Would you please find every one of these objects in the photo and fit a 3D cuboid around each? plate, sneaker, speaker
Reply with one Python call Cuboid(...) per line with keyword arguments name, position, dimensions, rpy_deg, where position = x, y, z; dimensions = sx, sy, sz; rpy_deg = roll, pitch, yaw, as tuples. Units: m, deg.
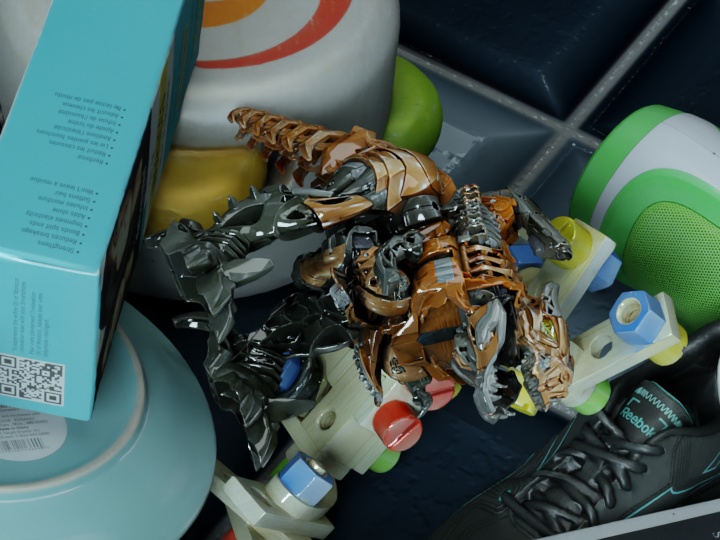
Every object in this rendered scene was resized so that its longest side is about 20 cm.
Cuboid(name="plate", position=(-0.147, 0.041, 0.789), dimensions=(0.200, 0.026, 0.200), rpy_deg=(14, 35, -10))
Cuboid(name="sneaker", position=(0.091, 0.086, 0.879), dimensions=(0.075, 0.079, 0.200), rpy_deg=(37, 53, 25))
Cuboid(name="speaker", position=(0.190, 0.008, 0.963), dimensions=(0.200, 0.089, 0.088), rpy_deg=(38, 52, 26))

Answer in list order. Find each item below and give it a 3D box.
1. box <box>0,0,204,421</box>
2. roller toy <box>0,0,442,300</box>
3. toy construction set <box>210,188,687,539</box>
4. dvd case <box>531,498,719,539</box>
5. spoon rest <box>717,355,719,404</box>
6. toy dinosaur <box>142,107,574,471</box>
Cuboid(name="box", position=(-0.099, -0.049, 0.802), dimensions=(0.049, 0.082, 0.200), rpy_deg=(11, 48, 0))
Cuboid(name="roller toy", position=(-0.076, -0.091, 0.982), dimensions=(0.182, 0.140, 0.200), rpy_deg=(35, 51, 24))
Cuboid(name="toy construction set", position=(0.022, 0.048, 0.866), dimensions=(0.200, 0.092, 0.131), rpy_deg=(-37, 42, -1))
Cuboid(name="dvd case", position=(0.096, 0.157, 0.777), dimensions=(0.199, 0.025, 0.150), rpy_deg=(-9, 46, -26))
Cuboid(name="spoon rest", position=(0.223, 0.089, 0.858), dimensions=(0.200, 0.061, 0.099), rpy_deg=(48, 59, 4))
Cuboid(name="toy dinosaur", position=(0.000, 0.000, 0.809), dimensions=(0.136, 0.102, 0.200), rpy_deg=(-28, 23, -13))
